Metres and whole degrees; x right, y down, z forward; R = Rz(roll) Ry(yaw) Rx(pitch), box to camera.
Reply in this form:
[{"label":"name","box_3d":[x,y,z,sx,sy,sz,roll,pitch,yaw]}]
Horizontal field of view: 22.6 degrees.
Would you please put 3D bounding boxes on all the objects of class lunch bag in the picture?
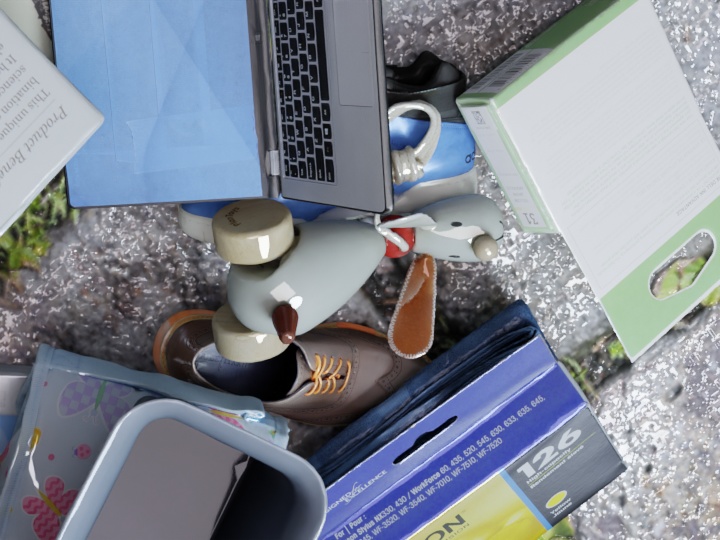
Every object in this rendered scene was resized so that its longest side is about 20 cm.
[{"label":"lunch bag","box_3d":[-0.149,0.155,1.140,0.168,0.127,0.201,14,111,-12]}]

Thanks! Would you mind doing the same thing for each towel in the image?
[{"label":"towel","box_3d":[0.053,0.112,1.207,0.200,0.049,0.112,-38,146,1]}]

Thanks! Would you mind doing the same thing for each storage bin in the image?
[{"label":"storage bin","box_3d":[-0.108,0.168,1.010,0.145,0.134,0.201,26,92,-12]}]

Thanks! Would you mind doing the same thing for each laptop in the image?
[{"label":"laptop","box_3d":[-0.083,-0.125,0.999,0.115,0.200,0.189,-10,101,-28]}]

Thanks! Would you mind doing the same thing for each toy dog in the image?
[{"label":"toy dog","box_3d":[0.000,0.000,1.093,0.199,0.096,0.132,-31,127,-5]}]

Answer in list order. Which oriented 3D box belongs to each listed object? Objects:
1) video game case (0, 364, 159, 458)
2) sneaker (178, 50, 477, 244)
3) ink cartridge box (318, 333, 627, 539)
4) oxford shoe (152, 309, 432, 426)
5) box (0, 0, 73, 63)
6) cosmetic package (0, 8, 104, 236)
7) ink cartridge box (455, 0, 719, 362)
[{"label":"video game case","box_3d":[-0.181,0.164,1.217,0.180,0.022,0.202,4,105,-11]},{"label":"sneaker","box_3d":[-0.023,-0.085,1.141,0.198,0.077,0.112,-10,113,-12]},{"label":"ink cartridge box","box_3d":[0.073,0.147,1.186,0.197,0.047,0.200,-36,152,3]},{"label":"oxford shoe","box_3d":[-0.033,0.071,1.179,0.198,0.073,0.072,6,95,-23]},{"label":"box","box_3d":[-0.162,-0.219,1.084,0.082,0.068,0.201,17,103,-13]},{"label":"cosmetic package","box_3d":[-0.281,-0.093,0.983,0.168,0.166,0.200,-48,110,-14]},{"label":"ink cartridge box","box_3d":[0.166,-0.064,1.171,0.145,0.048,0.201,-38,111,-24]}]
